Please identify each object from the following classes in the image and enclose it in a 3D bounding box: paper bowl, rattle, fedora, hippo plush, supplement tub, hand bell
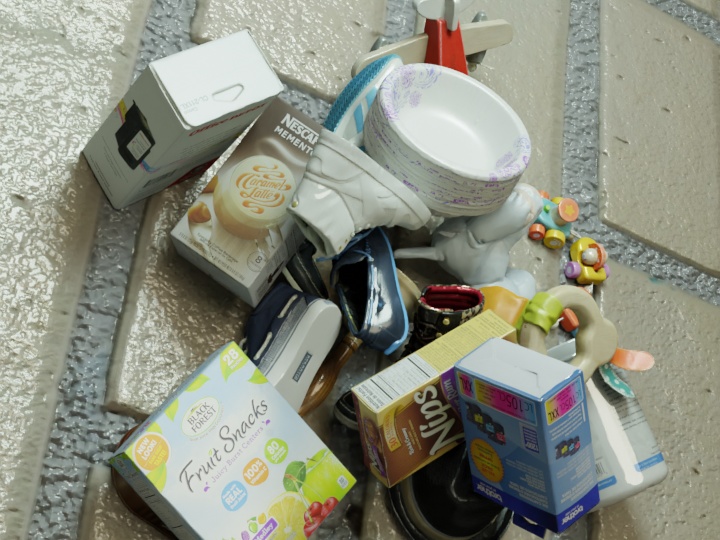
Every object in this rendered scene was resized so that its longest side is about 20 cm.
[{"bbox_3d":[0.097,-0.144,1.589,0.198,0.105,0.202,16,40,-14],"label":"paper bowl"},{"bbox_3d":[0.239,0.089,1.610,0.198,0.142,0.133,12,73,-40],"label":"rattle"},{"bbox_3d":[0.128,0.238,1.560,0.198,0.091,0.204,15,60,-28],"label":"fedora"},{"bbox_3d":[0.173,-0.004,1.665,0.163,0.158,0.200,64,31,-6],"label":"hippo plush"},{"bbox_3d":[0.290,0.190,1.672,0.131,0.132,0.203,-14,77,-38],"label":"supplement tub"},{"bbox_3d":[-0.019,0.091,1.551,0.104,0.104,0.201,44,63,-8],"label":"hand bell"}]

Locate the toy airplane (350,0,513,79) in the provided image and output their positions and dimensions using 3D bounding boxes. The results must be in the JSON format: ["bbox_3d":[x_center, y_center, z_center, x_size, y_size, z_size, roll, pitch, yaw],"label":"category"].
[{"bbox_3d":[0.095,-0.287,1.761,0.199,0.141,0.201,33,84,-33],"label":"toy airplane"}]

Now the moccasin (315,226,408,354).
[{"bbox_3d":[0.000,0.000,1.503,0.068,0.081,0.201,17,34,-38],"label":"moccasin"}]

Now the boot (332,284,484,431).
[{"bbox_3d":[0.061,0.101,1.539,0.198,0.153,0.073,-9,35,-37],"label":"boot"}]

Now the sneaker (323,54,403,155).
[{"bbox_3d":[0.003,-0.177,1.661,0.080,0.076,0.202,32,83,-21],"label":"sneaker"}]

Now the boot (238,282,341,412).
[{"bbox_3d":[-0.105,0.111,1.487,0.201,0.090,0.073,-56,140,-15],"label":"boot"}]

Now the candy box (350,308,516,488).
[{"bbox_3d":[0.089,0.143,1.499,0.198,0.118,0.056,-28,40,-22],"label":"candy box"}]

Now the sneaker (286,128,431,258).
[{"bbox_3d":[-0.007,-0.062,1.460,0.199,0.073,0.117,32,85,-47],"label":"sneaker"}]

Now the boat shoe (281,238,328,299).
[{"bbox_3d":[-0.078,-0.051,1.563,0.201,0.066,0.074,62,9,13],"label":"boat shoe"}]

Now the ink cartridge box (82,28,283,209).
[{"bbox_3d":[-0.196,-0.166,1.462,0.145,0.200,0.084,-28,84,-40],"label":"ink cartridge box"}]

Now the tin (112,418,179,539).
[{"bbox_3d":[-0.168,0.232,1.400,0.199,0.042,0.113,37,48,-15],"label":"tin"}]

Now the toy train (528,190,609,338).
[{"bbox_3d":[0.279,-0.019,1.812,0.149,0.055,0.202,-29,86,-40],"label":"toy train"}]

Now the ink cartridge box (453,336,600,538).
[{"bbox_3d":[0.182,0.190,1.442,0.076,0.136,0.203,-29,120,-30],"label":"ink cartridge box"}]

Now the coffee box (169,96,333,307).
[{"bbox_3d":[-0.108,-0.078,1.492,0.114,0.080,0.201,33,76,11],"label":"coffee box"}]

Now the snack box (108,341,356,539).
[{"bbox_3d":[-0.129,0.205,1.360,0.200,0.068,0.169,47,60,-6],"label":"snack box"}]
